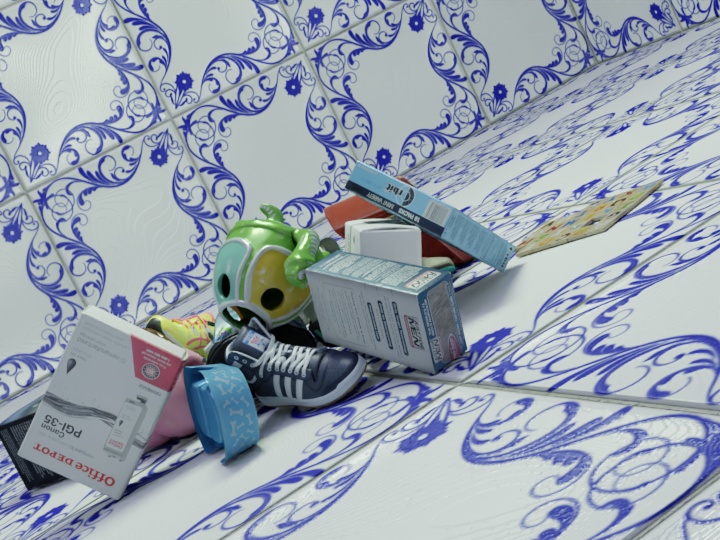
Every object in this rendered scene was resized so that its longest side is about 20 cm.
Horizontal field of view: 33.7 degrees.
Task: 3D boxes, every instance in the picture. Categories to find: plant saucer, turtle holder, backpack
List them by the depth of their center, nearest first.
[{"bbox_3d":[-0.108,0.011,1.521,0.183,0.142,0.133,4,54,32],"label":"turtle holder"},{"bbox_3d":[-0.140,0.105,1.659,0.160,0.156,0.200,-12,-7,-2],"label":"backpack"},{"bbox_3d":[0.064,-0.052,1.866,0.198,0.199,0.037,-19,41,48],"label":"plant saucer"}]

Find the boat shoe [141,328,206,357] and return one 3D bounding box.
[{"bbox_3d":[-0.275,0.158,1.800,0.199,0.065,0.071,31,44,31],"label":"boat shoe"}]

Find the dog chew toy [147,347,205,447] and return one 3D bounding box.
[{"bbox_3d":[-0.293,0.193,1.687,0.199,0.125,0.124,-33,3,32],"label":"dog chew toy"}]

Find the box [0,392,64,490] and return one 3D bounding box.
[{"bbox_3d":[-0.428,0.229,1.881,0.196,0.125,0.200,-21,10,33],"label":"box"}]

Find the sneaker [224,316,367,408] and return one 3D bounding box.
[{"bbox_3d":[-0.088,0.109,1.450,0.198,0.109,0.070,-14,35,46],"label":"sneaker"}]

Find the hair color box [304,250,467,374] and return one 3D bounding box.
[{"bbox_3d":[0.027,0.044,1.378,0.060,0.101,0.198,-30,27,-33],"label":"hair color box"}]

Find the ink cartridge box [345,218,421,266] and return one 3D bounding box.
[{"bbox_3d":[0.028,0.010,1.574,0.083,0.148,0.200,-1,5,-4],"label":"ink cartridge box"}]

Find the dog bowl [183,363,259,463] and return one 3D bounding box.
[{"bbox_3d":[-0.170,0.168,1.454,0.049,0.113,0.200,-14,3,-17],"label":"dog bowl"}]

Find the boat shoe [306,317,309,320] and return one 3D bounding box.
[{"bbox_3d":[-0.030,0.054,1.861,0.071,0.061,0.201,-36,6,19],"label":"boat shoe"}]

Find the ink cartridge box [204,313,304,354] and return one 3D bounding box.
[{"bbox_3d":[-0.140,0.064,1.866,0.200,0.086,0.147,-49,3,15],"label":"ink cartridge box"}]

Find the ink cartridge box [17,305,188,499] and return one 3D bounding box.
[{"bbox_3d":[-0.326,0.168,1.517,0.202,0.145,0.083,-65,7,2],"label":"ink cartridge box"}]

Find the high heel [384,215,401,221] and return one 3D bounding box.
[{"bbox_3d":[0.000,0.000,1.746,0.199,0.072,0.143,-40,15,0],"label":"high heel"}]

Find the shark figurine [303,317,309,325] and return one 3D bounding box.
[{"bbox_3d":[-0.187,0.098,2.044,0.213,0.090,0.128,-24,9,36],"label":"shark figurine"}]

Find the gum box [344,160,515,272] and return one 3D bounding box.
[{"bbox_3d":[0.097,-0.071,1.599,0.199,0.169,0.045,26,-87,-56],"label":"gum box"}]

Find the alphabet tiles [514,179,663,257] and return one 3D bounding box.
[{"bbox_3d":[0.312,-0.070,1.690,0.166,0.008,0.199,-35,11,-40],"label":"alphabet tiles"}]

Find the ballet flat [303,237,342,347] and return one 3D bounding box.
[{"bbox_3d":[-0.054,0.017,1.628,0.068,0.068,0.202,-48,34,28],"label":"ballet flat"}]

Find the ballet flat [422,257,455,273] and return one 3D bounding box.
[{"bbox_3d":[0.049,0.019,1.763,0.198,0.063,0.068,-30,-19,-17],"label":"ballet flat"}]

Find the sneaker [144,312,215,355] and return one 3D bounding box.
[{"bbox_3d":[-0.275,0.102,1.922,0.077,0.200,0.091,20,78,30],"label":"sneaker"}]
